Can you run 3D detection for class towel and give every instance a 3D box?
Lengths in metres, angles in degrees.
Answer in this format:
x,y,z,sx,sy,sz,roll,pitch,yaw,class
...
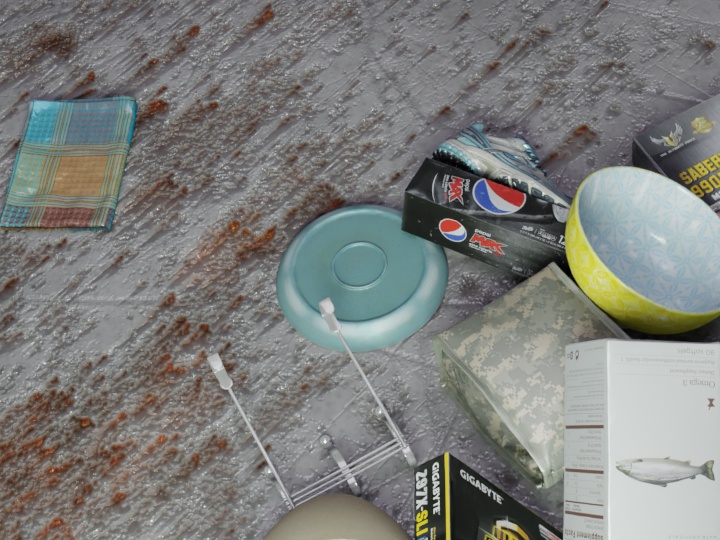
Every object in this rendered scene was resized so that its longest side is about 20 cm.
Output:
x,y,z,sx,sy,sz,roll,pitch,yaw,class
-0.360,-0.135,1.799,0.146,0.022,0.201,0,56,9,towel

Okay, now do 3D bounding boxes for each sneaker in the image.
x,y,z,sx,sy,sz,roll,pitch,yaw,class
0.183,-0.115,1.670,0.200,0.078,0.086,31,62,26,sneaker

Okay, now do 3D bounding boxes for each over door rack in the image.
x,y,z,sx,sy,sz,roll,pitch,yaw,class
-0.049,0.150,1.519,0.147,0.067,0.201,-27,77,-10,over door rack

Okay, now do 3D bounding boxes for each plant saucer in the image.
x,y,z,sx,sy,sz,roll,pitch,yaw,class
0.000,0.000,1.649,0.199,0.027,0.201,-4,55,5,plant saucer

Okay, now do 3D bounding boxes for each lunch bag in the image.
x,y,z,sx,sy,sz,roll,pitch,yaw,class
0.197,0.118,1.483,0.164,0.118,0.200,-31,52,-13,lunch bag

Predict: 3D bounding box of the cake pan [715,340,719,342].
x,y,z,sx,sy,sz,roll,pitch,yaw,class
0.395,0.151,1.478,0.199,0.037,0.201,-4,55,6,cake pan

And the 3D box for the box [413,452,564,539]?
x,y,z,sx,sy,sz,roll,pitch,yaw,class
0.128,0.282,1.328,0.049,0.200,0.160,-29,39,32,box

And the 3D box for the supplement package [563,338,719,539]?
x,y,z,sx,sy,sz,roll,pitch,yaw,class
0.262,0.168,1.353,0.116,0.117,0.201,2,83,-13,supplement package

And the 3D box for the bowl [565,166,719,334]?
x,y,z,sx,sy,sz,roll,pitch,yaw,class
0.294,-0.002,1.541,0.199,0.108,0.201,13,47,-15,bowl

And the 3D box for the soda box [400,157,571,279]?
x,y,z,sx,sy,sz,roll,pitch,yaw,class
0.148,-0.052,1.620,0.199,0.071,0.063,22,51,14,soda box

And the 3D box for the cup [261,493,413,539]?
x,y,z,sx,sy,sz,roll,pitch,yaw,class
-0.023,0.293,1.371,0.199,0.201,0.143,-10,27,2,cup

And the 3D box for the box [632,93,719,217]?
x,y,z,sx,sy,sz,roll,pitch,yaw,class
0.436,-0.129,1.656,0.199,0.048,0.159,-26,57,-10,box
